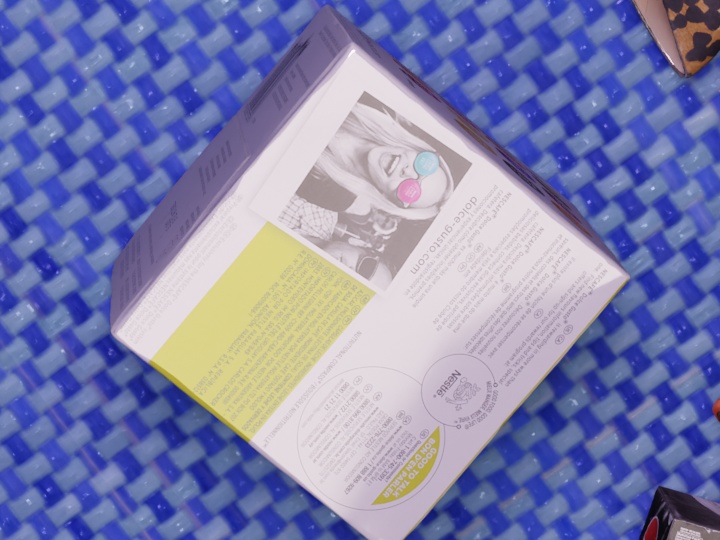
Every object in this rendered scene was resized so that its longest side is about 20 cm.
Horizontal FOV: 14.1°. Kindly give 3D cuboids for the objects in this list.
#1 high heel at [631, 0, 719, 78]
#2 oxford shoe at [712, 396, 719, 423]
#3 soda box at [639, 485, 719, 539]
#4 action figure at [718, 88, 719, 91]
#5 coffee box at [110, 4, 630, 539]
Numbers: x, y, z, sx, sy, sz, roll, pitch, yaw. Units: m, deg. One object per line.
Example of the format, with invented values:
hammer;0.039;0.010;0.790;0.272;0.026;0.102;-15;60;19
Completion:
high heel;0.124;-0.187;1.620;0.199;0.071;0.143;6;95;-14
oxford shoe;0.301;0.100;1.705;0.199;0.071;0.073;23;80;-13
soda box;0.262;0.191;1.710;0.199;0.071;0.064;17;101;-7
action figure;0.249;-0.167;1.623;0.099;0.065;0.201;2;83;14
coffee box;0.000;0.000;1.588;0.198;0.200;0.200;39;97;-10
